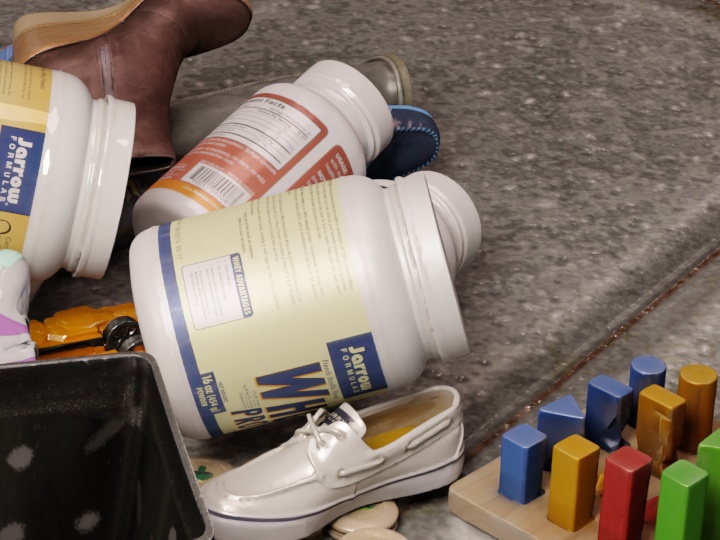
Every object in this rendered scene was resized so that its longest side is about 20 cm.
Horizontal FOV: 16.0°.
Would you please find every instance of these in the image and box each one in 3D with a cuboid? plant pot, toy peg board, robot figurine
[{"bbox_3d":[-0.197,0.179,1.456,0.199,0.178,0.200,-6,29,-13],"label":"plant pot"},{"bbox_3d":[0.197,0.119,1.674,0.199,0.098,0.200,27,37,36],"label":"toy peg board"},{"bbox_3d":[-0.211,0.077,1.758,0.200,0.058,0.145,-12,32,-26],"label":"robot figurine"}]

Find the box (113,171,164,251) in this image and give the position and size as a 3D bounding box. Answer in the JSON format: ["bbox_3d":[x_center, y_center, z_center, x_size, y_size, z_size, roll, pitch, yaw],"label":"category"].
[{"bbox_3d":[-0.260,-0.076,1.957,0.200,0.048,0.159,-18,68,-32],"label":"box"}]

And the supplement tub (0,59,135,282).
[{"bbox_3d":[-0.258,-0.071,1.704,0.200,0.145,0.144,10,28,-11],"label":"supplement tub"}]

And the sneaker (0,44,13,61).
[{"bbox_3d":[-0.289,-0.112,2.091,0.078,0.075,0.200,-21,32,-4],"label":"sneaker"}]

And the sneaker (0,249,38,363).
[{"bbox_3d":[-0.199,0.094,1.638,0.140,0.200,0.078,12,-8,2],"label":"sneaker"}]

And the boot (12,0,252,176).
[{"bbox_3d":[-0.161,-0.138,1.955,0.200,0.072,0.167,-10,52,-16],"label":"boot"}]

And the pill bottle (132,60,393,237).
[{"bbox_3d":[-0.068,-0.068,1.921,0.112,0.112,0.200,24,53,33],"label":"pill bottle"}]

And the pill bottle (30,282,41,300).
[{"bbox_3d":[-0.299,-0.067,1.829,0.200,0.116,0.116,31,30,-6],"label":"pill bottle"}]

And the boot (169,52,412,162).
[{"bbox_3d":[-0.078,-0.129,2.090,0.200,0.073,0.182,-6,-1,-28],"label":"boot"}]

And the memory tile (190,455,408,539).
[{"bbox_3d":[-0.073,0.163,1.658,0.200,0.017,0.153,-2,30,-9],"label":"memory tile"}]

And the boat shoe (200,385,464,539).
[{"bbox_3d":[-0.018,0.118,1.653,0.200,0.070,0.071,-13,33,-27],"label":"boat shoe"}]

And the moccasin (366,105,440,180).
[{"bbox_3d":[-0.028,-0.072,2.036,0.200,0.081,0.068,-18,37,-6],"label":"moccasin"}]

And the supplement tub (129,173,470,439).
[{"bbox_3d":[-0.039,0.020,1.678,0.200,0.145,0.145,-15,30,3],"label":"supplement tub"}]

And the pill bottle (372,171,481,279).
[{"bbox_3d":[0.000,0.000,1.856,0.111,0.111,0.200,21,35,30],"label":"pill bottle"}]
